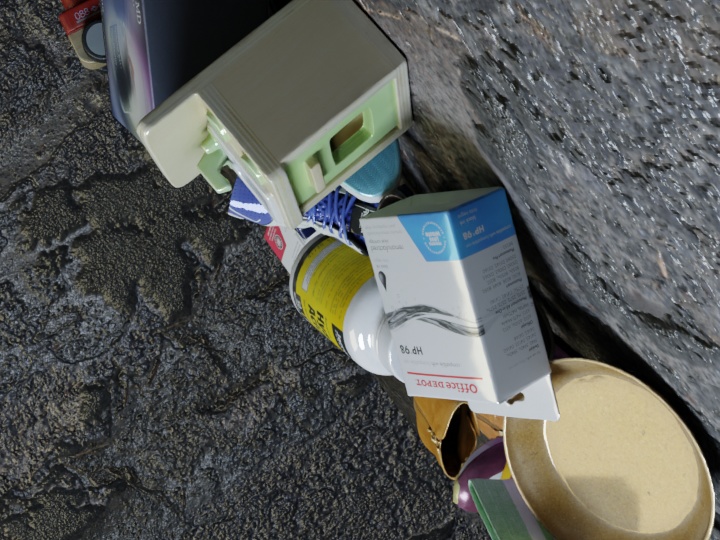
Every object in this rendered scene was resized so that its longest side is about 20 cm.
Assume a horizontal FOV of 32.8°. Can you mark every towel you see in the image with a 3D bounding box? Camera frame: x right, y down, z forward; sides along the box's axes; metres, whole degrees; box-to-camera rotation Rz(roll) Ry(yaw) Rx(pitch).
[{"bbox_3d":[0.212,0.239,1.110,0.153,0.198,0.024,-113,29,-60],"label":"towel"}]

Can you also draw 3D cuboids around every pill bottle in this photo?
[{"bbox_3d":[0.016,0.038,1.232,0.112,0.111,0.200,56,168,-33],"label":"pill bottle"}]

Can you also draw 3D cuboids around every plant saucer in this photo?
[{"bbox_3d":[0.208,0.158,1.012,0.199,0.035,0.202,23,126,35],"label":"plant saucer"}]

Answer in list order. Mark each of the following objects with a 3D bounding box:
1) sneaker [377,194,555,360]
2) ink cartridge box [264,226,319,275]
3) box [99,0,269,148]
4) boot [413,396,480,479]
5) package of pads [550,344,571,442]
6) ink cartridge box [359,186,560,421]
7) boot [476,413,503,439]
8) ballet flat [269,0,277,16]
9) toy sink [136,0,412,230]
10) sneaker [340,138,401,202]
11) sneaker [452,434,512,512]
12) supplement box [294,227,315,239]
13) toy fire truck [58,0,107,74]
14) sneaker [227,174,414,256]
[{"bbox_3d":[0.087,0.016,1.095,0.200,0.075,0.106,50,-162,20],"label":"sneaker"},{"bbox_3d":[-0.028,-0.019,1.557,0.201,0.085,0.148,53,151,14],"label":"ink cartridge box"},{"bbox_3d":[-0.169,-0.228,1.146,0.198,0.122,0.202,-143,46,-60],"label":"box"},{"bbox_3d":[0.088,0.101,1.273,0.144,0.070,0.203,-124,29,-67],"label":"boot"},{"bbox_3d":[0.180,0.123,1.175,0.200,0.075,0.121,43,168,52],"label":"package of pads"},{"bbox_3d":[0.082,0.040,1.002,0.115,0.066,0.202,-2,107,52],"label":"ink cartridge box"},{"bbox_3d":[0.142,0.119,1.369,0.201,0.074,0.155,56,169,-27],"label":"boot"},{"bbox_3d":[-0.096,-0.224,1.238,0.071,0.071,0.201,42,168,53],"label":"ballet flat"},{"bbox_3d":[-0.063,-0.117,1.007,0.112,0.200,0.130,49,172,16],"label":"toy sink"},{"bbox_3d":[-0.019,-0.131,1.171,0.201,0.079,0.131,59,175,21],"label":"sneaker"},{"bbox_3d":[0.187,0.210,1.223,0.090,0.199,0.076,38,129,48],"label":"sneaker"},{"bbox_3d":[-0.088,-0.143,1.424,0.109,0.109,0.200,56,172,-37],"label":"supplement box"},{"bbox_3d":[-0.273,-0.344,1.381,0.201,0.175,0.129,62,173,-4],"label":"toy fire truck"},{"bbox_3d":[-0.025,-0.068,1.195,0.198,0.081,0.115,10,-171,-13],"label":"sneaker"}]
